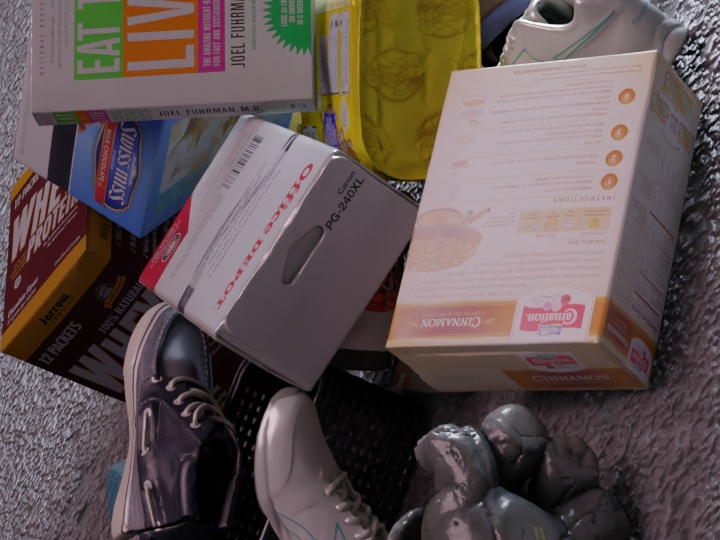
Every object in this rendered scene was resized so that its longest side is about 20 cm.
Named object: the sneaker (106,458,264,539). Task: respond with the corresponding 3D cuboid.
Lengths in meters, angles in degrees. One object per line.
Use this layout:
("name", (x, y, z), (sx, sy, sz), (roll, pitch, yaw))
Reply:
("sneaker", (-0.116, 0.212, 1.693), (0.080, 0.131, 0.200), (43, 143, 44))

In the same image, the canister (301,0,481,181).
("canister", (0.016, -0.138, 1.583), (0.200, 0.086, 0.149), (-166, 75, -75))

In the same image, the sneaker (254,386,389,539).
("sneaker", (-0.015, 0.170, 1.467), (0.080, 0.070, 0.200), (-6, 102, 26))

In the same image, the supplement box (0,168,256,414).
("supplement box", (-0.168, -0.006, 1.820), (0.133, 0.200, 0.197), (-46, 32, 33))

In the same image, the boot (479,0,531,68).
("boot", (0.078, -0.169, 1.655), (0.200, 0.075, 0.097), (-44, 30, 32))

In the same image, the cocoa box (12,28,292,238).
("cocoa box", (-0.148, -0.144, 1.727), (0.200, 0.131, 0.133), (-40, -25, -44))

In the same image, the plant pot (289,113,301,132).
("plant pot", (-0.146, -0.145, 1.965), (0.200, 0.142, 0.200), (-43, 33, 38))

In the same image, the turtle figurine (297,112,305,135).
("turtle figurine", (-0.025, -0.125, 1.728), (0.064, 0.200, 0.161), (1, 42, 31))

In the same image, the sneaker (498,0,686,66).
("sneaker", (0.129, -0.149, 1.511), (0.200, 0.080, 0.070), (-21, 34, 53))

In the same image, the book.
("book", (-0.132, -0.171, 1.601), (0.048, 0.200, 0.134), (74, -166, -70))

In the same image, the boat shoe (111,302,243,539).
("boat shoe", (-0.117, 0.106, 1.586), (0.093, 0.075, 0.200), (-24, 55, 44))

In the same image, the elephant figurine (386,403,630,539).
("elephant figurine", (0.063, 0.186, 1.350), (0.142, 0.155, 0.200), (55, 136, 20))

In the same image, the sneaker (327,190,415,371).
("sneaker", (-0.001, 0.000, 1.568), (0.201, 0.067, 0.108), (-65, -18, -77))

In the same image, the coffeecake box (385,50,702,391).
("coffeecake box", (0.116, -0.029, 1.409), (0.153, 0.073, 0.200), (-2, 62, 35))

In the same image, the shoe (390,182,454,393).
("shoe", (0.060, 0.003, 1.577), (0.070, 0.053, 0.200), (99, -179, -55))

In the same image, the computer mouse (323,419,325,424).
("computer mouse", (-0.036, 0.055, 1.716), (0.059, 0.034, 0.200), (-27, 45, 52))

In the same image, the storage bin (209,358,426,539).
("storage bin", (-0.050, 0.166, 1.581), (0.135, 0.094, 0.200), (6, 74, 62))

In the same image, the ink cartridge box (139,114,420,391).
("ink cartridge box", (-0.057, -0.016, 1.521), (0.145, 0.083, 0.200), (-57, 23, -2))
